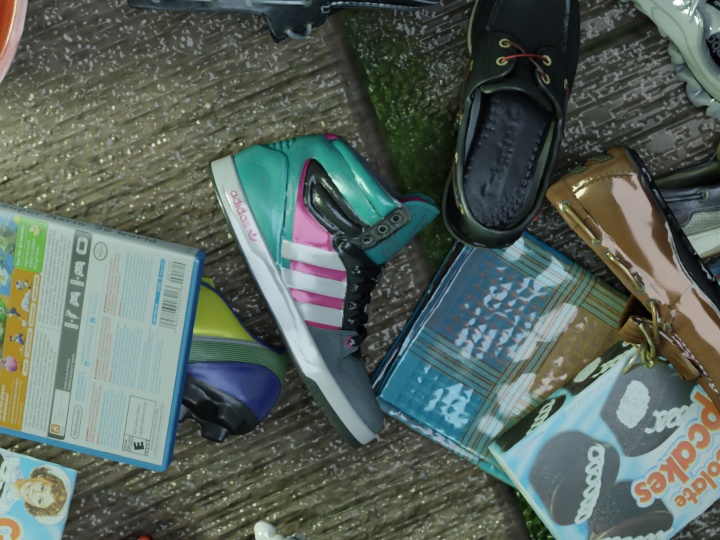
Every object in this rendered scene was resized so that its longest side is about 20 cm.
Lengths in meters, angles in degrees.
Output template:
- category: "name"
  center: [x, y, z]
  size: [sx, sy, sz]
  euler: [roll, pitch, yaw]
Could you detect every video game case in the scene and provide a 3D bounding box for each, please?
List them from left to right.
- category: "video game case"
  center: [-0.200, 0.032, 1.469]
  size: [0.200, 0.018, 0.143]
  euler: [13, 113, 6]

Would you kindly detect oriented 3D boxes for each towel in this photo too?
- category: "towel"
  center: [0.121, 0.069, 1.582]
  size: [0.200, 0.022, 0.147]
  euler: [31, 91, -13]

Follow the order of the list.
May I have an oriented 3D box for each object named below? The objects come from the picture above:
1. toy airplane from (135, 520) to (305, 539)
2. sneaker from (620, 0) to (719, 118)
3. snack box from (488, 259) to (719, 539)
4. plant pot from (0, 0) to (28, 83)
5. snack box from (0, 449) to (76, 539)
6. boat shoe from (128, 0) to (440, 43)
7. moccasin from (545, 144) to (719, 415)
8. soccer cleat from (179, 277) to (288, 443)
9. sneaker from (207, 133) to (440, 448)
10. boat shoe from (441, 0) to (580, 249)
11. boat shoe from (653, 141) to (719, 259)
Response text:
- category: "toy airplane"
  center: [-0.095, 0.242, 1.458]
  size: [0.141, 0.199, 0.200]
  euler: [57, 42, -46]
- category: "sneaker"
  center: [0.198, -0.179, 1.536]
  size: [0.075, 0.081, 0.200]
  euler: [-44, 101, -1]
- category: "snack box"
  center: [0.195, 0.098, 1.573]
  size: [0.200, 0.037, 0.116]
  euler: [-39, 104, -5]
- category: "plant pot"
  center: [-0.291, -0.163, 1.385]
  size: [0.200, 0.195, 0.201]
  euler: [-1, 97, -10]
- category: "snack box"
  center: [-0.250, 0.201, 1.472]
  size: [0.116, 0.037, 0.200]
  euler: [17, 67, -13]
- category: "boat shoe"
  center: [-0.046, -0.175, 1.502]
  size: [0.200, 0.072, 0.071]
  euler: [8, 105, -2]
- category: "moccasin"
  center: [0.183, 0.023, 1.509]
  size: [0.078, 0.074, 0.202]
  euler: [-32, 103, 8]
- category: "soccer cleat"
  center: [-0.134, 0.025, 1.518]
  size: [0.200, 0.065, 0.084]
  euler: [36, 60, -9]
- category: "sneaker"
  center: [0.000, 0.000, 1.523]
  size: [0.121, 0.084, 0.200]
  euler: [-25, 100, 3]
- category: "boat shoe"
  center: [0.099, -0.112, 1.527]
  size: [0.074, 0.063, 0.202]
  euler: [14, 84, -9]
- category: "boat shoe"
  center: [0.247, -0.057, 1.563]
  size: [0.200, 0.073, 0.065]
  euler: [-23, 106, -7]
